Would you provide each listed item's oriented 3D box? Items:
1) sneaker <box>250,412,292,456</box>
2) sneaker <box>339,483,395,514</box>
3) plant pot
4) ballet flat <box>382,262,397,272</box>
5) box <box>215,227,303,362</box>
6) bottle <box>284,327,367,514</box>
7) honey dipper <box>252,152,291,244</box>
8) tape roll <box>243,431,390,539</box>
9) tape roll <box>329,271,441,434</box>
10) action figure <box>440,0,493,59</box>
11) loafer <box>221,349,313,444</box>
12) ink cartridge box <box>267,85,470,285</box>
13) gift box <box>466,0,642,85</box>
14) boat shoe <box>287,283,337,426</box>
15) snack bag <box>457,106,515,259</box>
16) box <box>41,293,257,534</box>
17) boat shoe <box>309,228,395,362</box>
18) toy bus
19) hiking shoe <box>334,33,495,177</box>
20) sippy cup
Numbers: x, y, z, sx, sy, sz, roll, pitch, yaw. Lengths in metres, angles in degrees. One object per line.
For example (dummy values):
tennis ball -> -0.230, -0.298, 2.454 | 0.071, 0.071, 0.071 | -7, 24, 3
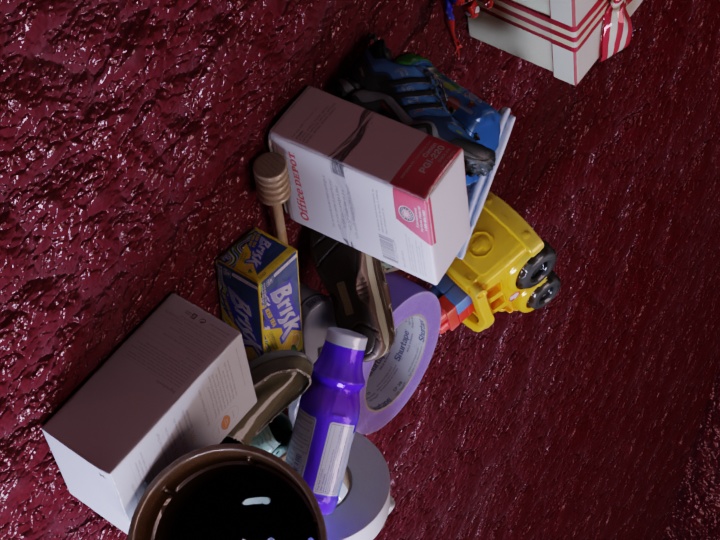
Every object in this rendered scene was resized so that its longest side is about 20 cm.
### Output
sneaker -> -0.152, 0.219, 1.642 | 0.118, 0.074, 0.200 | -44, 177, 36
sneaker -> -0.043, 0.295, 1.858 | 0.130, 0.199, 0.080 | -46, 123, -7
plant pot -> -0.120, 0.288, 1.497 | 0.202, 0.199, 0.198 | -58, 169, -8
ballet flat -> 0.026, -0.027, 1.807 | 0.199, 0.074, 0.075 | 3, 112, -60
box -> -0.109, 0.055, 1.624 | 0.070, 0.064, 0.202 | -43, 147, -34
bottle -> -0.038, 0.166, 1.637 | 0.064, 0.083, 0.203 | 13, 94, -18
honey dipper -> -0.090, -0.049, 1.599 | 0.038, 0.038, 0.201 | -47, 154, -28
tape roll -> -0.063, 0.262, 1.746 | 0.203, 0.201, 0.037 | -41, 144, -37
tape roll -> 0.014, 0.100, 1.866 | 0.200, 0.084, 0.202 | -42, 148, -34
action figure -> 0.108, -0.316, 1.636 | 0.065, 0.100, 0.200 | -22, 158, 12
loafer -> -0.129, 0.164, 1.598 | 0.199, 0.070, 0.075 | -37, 138, 5
ink cartridge box -> 0.011, -0.091, 1.552 | 0.085, 0.198, 0.146 | -53, 153, -28
gift box -> 0.246, -0.364, 1.739 | 0.201, 0.186, 0.185 | -52, 152, -18
boat shoe -> -0.067, 0.107, 1.747 | 0.071, 0.066, 0.202 | -23, 130, -27
snack bag -> 0.140, -0.108, 1.837 | 0.200, 0.021, 0.191 | -154, -96, -84
box -> -0.209, 0.146, 1.487 | 0.200, 0.097, 0.125 | -48, 151, -28
boat shoe -> -0.005, 0.001, 1.687 | 0.075, 0.074, 0.205 | -14, 94, -62
toy bus -> 0.169, 0.017, 2.038 | 0.192, 0.136, 0.200 | -43, 153, -8
hiking shoe -> 0.069, -0.177, 1.573 | 0.087, 0.199, 0.074 | -56, 167, -5
sippy cup -> 0.088, -0.165, 1.701 | 0.178, 0.129, 0.140 | -48, 151, -28
